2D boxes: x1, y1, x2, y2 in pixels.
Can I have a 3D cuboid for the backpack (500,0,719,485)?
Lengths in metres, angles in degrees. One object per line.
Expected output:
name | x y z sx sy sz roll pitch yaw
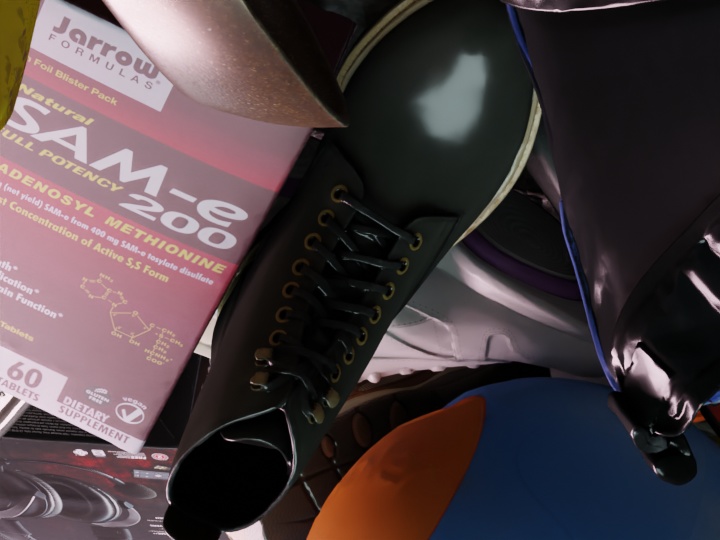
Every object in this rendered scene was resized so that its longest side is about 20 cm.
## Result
backpack | 0.146 -0.061 0.867 0.153 0.201 0.190 -16 174 -33

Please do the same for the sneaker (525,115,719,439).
sneaker | 0.146 -0.016 1.118 0.202 0.108 0.067 53 -178 -17

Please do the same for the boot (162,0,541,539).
boot | 0.000 0.000 1.032 0.077 0.139 0.201 27 125 -4

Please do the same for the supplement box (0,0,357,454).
supplement box | -0.090 -0.030 1.074 0.108 0.061 0.200 25 134 -6

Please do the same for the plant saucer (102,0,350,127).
plant saucer | -0.069 -0.117 0.814 0.037 0.201 0.201 -31 147 5

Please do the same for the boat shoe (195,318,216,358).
boat shoe | -0.064 0.004 1.237 0.198 0.060 0.072 2 115 9

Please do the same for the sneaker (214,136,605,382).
sneaker | 0.014 0.009 1.169 0.199 0.075 0.100 19 119 -3

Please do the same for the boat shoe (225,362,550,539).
boat shoe | 0.013 0.073 1.254 0.199 0.076 0.074 -19 -159 -41

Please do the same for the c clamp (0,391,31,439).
c clamp | -0.192 -0.005 1.220 0.171 0.027 0.200 55 134 1

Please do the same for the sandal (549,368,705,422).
sandal | 0.147 0.026 1.222 0.205 0.060 0.079 -20 165 14

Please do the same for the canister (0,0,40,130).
canister | -0.191 -0.077 0.997 0.086 0.149 0.200 25 150 -31

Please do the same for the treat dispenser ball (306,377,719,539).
treat dispenser ball | 0.071 0.143 1.129 0.199 0.202 0.201 8 156 3

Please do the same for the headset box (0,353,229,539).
headset box | -0.126 0.087 1.424 0.148 0.078 0.200 4 154 12

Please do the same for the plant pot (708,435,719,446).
plant pot | 0.222 0.148 1.313 0.199 0.188 0.187 -12 166 -27
